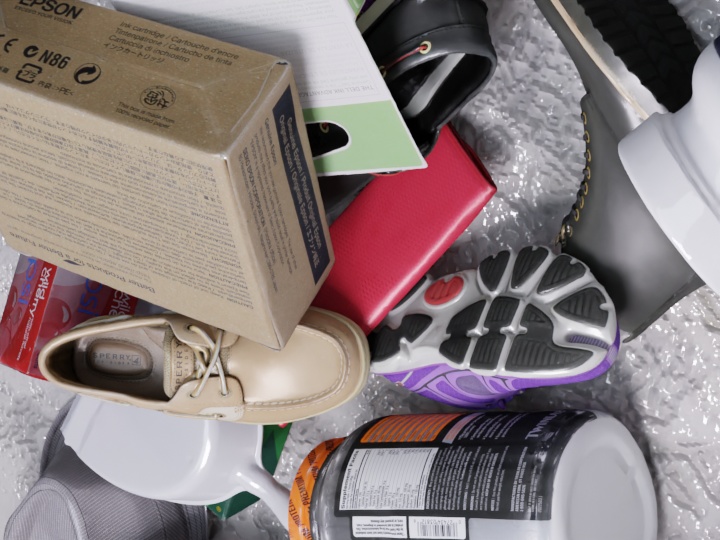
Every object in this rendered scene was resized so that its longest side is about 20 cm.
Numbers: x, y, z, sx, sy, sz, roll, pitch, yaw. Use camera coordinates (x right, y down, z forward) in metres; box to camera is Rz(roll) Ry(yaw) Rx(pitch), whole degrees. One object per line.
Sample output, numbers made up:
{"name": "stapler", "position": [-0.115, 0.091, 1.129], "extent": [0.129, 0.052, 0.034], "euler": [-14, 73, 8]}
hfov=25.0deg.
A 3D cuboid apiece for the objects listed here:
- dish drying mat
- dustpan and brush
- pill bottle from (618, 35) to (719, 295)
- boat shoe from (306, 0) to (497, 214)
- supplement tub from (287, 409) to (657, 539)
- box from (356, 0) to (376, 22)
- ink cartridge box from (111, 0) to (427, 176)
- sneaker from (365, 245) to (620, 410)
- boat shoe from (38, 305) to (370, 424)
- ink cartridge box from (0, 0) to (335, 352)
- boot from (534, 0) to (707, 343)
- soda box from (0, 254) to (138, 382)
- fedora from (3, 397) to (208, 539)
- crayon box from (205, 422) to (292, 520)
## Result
{"name": "dish drying mat", "position": [0.000, 0.000, 0.966], "extent": [0.200, 0.018, 0.077], "euler": [-48, 47, 19]}
{"name": "dustpan and brush", "position": [-0.094, 0.116, 1.044], "extent": [0.200, 0.057, 0.140], "euler": [43, 114, 30]}
{"name": "pill bottle", "position": [0.220, -0.079, 0.716], "extent": [0.200, 0.116, 0.116], "euler": [-38, 81, 21]}
{"name": "boat shoe", "position": [0.006, -0.086, 0.921], "extent": [0.201, 0.073, 0.064], "euler": [-46, 50, 43]}
{"name": "supplement tub", "position": [0.061, 0.144, 0.948], "extent": [0.199, 0.122, 0.124], "euler": [-6, 102, 40]}
{"name": "box", "position": [-0.063, -0.124, 0.957], "extent": [0.142, 0.036, 0.200], "euler": [25, 134, -22]}
{"name": "ink cartridge box", "position": [-0.055, -0.136, 0.856], "extent": [0.144, 0.048, 0.201], "euler": [-2, 138, 33]}
{"name": "sneaker", "position": [0.081, 0.040, 0.923], "extent": [0.083, 0.081, 0.199], "euler": [36, 159, -27]}
{"name": "boat shoe", "position": [-0.093, 0.057, 0.952], "extent": [0.198, 0.064, 0.072], "euler": [-3, 90, 20]}
{"name": "ink cartridge box", "position": [-0.123, -0.059, 0.894], "extent": [0.198, 0.075, 0.165], "euler": [19, 148, 22]}
{"name": "boot", "position": [0.125, -0.066, 0.861], "extent": [0.201, 0.077, 0.138], "euler": [55, 134, 11]}
{"name": "soda box", "position": [-0.173, -0.026, 1.047], "extent": [0.070, 0.063, 0.202], "euler": [11, 84, 56]}
{"name": "fedora", "position": [-0.200, 0.196, 1.191], "extent": [0.176, 0.090, 0.202], "euler": [29, 121, 27]}
{"name": "crayon box", "position": [-0.096, 0.051, 1.087], "extent": [0.127, 0.051, 0.201], "euler": [35, 123, 25]}
